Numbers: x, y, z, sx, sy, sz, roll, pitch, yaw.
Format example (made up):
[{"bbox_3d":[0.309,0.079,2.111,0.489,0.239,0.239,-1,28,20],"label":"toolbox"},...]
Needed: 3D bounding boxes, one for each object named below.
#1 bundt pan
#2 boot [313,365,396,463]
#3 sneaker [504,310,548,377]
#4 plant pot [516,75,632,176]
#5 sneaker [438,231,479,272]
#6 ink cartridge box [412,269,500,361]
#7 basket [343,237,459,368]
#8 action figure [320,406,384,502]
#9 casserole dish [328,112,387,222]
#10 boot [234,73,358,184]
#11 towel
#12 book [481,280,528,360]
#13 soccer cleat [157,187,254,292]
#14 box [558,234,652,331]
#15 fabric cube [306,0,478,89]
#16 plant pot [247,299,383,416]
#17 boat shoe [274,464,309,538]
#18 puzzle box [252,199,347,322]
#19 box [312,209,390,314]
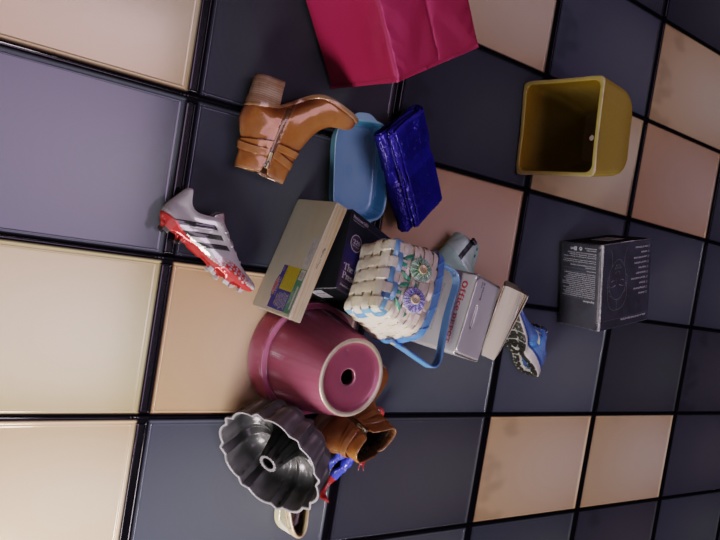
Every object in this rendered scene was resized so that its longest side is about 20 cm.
[{"bbox_3d":[-0.133,0.295,1.182,0.076,0.200,0.204,-44,122,-49],"label":"bundt pan"},{"bbox_3d":[0.013,0.255,1.294,0.199,0.155,0.077,-35,116,-27],"label":"boot"},{"bbox_3d":[0.365,0.142,1.594,0.089,0.078,0.201,-50,131,-27],"label":"sneaker"},{"bbox_3d":[0.477,-0.293,1.535,0.198,0.193,0.198,1,97,-41],"label":"plant pot"},{"bbox_3d":[0.230,0.011,1.465,0.201,0.073,0.119,47,71,-31],"label":"sneaker"},{"bbox_3d":[0.139,0.069,1.326,0.087,0.199,0.147,23,83,-44],"label":"ink cartridge box"},{"bbox_3d":[0.080,0.049,1.177,0.199,0.138,0.178,30,65,-39],"label":"basket"},{"bbox_3d":[-0.018,0.340,1.354,0.066,0.051,0.201,49,67,-27],"label":"action figure"},{"bbox_3d":[-0.007,-0.179,1.285,0.120,0.039,0.203,-3,100,-36],"label":"casserole dish"},{"bbox_3d":[-0.108,-0.218,1.183,0.198,0.074,0.157,14,90,-22],"label":"boot"},{"bbox_3d":[0.098,-0.189,1.325,0.148,0.049,0.202,-43,128,-40],"label":"towel"},{"bbox_3d":[0.267,0.091,1.374,0.048,0.200,0.135,23,97,8],"label":"book"},{"bbox_3d":[-0.227,-0.044,1.127,0.200,0.068,0.086,45,76,-27],"label":"soccer cleat"},{"bbox_3d":[0.578,0.024,1.693,0.198,0.123,0.199,-7,100,-36],"label":"box"},{"bbox_3d":[0.045,-0.432,1.187,0.199,0.195,0.202,-30,115,-30],"label":"fabric cube"},{"bbox_3d":[-0.063,0.159,1.209,0.198,0.178,0.203,-7,102,-36],"label":"plant pot"},{"bbox_3d":[-0.112,0.372,1.277,0.071,0.065,0.203,2,96,-36],"label":"boat shoe"},{"bbox_3d":[-0.102,-0.020,1.182,0.025,0.132,0.202,27,82,-34],"label":"puzzle box"},{"bbox_3d":[0.000,0.000,1.250,0.199,0.078,0.143,33,60,-49],"label":"box"}]
